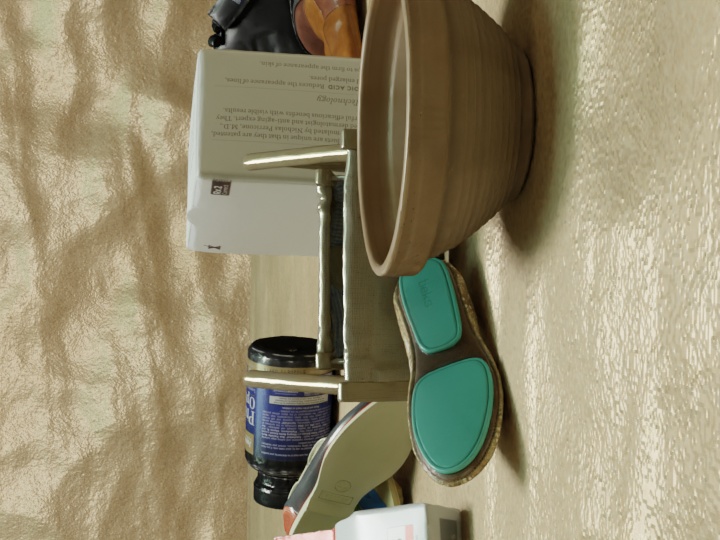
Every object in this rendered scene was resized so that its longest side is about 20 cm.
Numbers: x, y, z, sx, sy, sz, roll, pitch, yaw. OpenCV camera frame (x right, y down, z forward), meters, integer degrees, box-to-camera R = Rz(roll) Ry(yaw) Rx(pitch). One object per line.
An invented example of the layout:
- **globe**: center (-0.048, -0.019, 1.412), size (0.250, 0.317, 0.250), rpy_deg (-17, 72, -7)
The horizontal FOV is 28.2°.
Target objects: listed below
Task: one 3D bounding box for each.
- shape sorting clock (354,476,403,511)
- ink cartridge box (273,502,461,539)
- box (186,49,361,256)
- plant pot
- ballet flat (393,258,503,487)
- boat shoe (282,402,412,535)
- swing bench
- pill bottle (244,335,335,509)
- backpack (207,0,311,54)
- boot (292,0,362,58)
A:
- **shape sorting clock**: center (0.012, 0.264, 1.346), size (0.200, 0.039, 0.202), rpy_deg (175, 90, -74)
- **ink cartridge box**: center (-0.008, 0.270, 1.096), size (0.199, 0.050, 0.163), rpy_deg (-15, 68, 36)
- **box**: center (-0.065, -0.106, 1.374), size (0.199, 0.198, 0.132), rpy_deg (116, 155, -69)
- **plant pot**: center (0.056, -0.097, 0.923), size (0.201, 0.092, 0.202), rpy_deg (180, 90, -82)
- **ballet flat**: center (0.066, 0.077, 0.992), size (0.201, 0.070, 0.065), rpy_deg (-94, -18, -44)
- **boat shoe**: center (-0.013, 0.173, 1.287), size (0.201, 0.071, 0.063), rpy_deg (-60, 21, 27)
- **swing bench**: center (0.000, 0.000, 1.146), size (0.200, 0.129, 0.200), rpy_deg (-2, 86, 62)
- **pill bottle**: center (-0.089, 0.190, 1.790), size (0.112, 0.111, 0.202), rpy_deg (-130, 42, -77)
- **backpack**: center (-0.103, -0.369, 1.817), size (0.127, 0.166, 0.201), rpy_deg (-105, 23, -77)
- **boot**: center (-0.023, -0.241, 1.643), size (0.188, 0.068, 0.201), rpy_deg (121, 142, -59)
